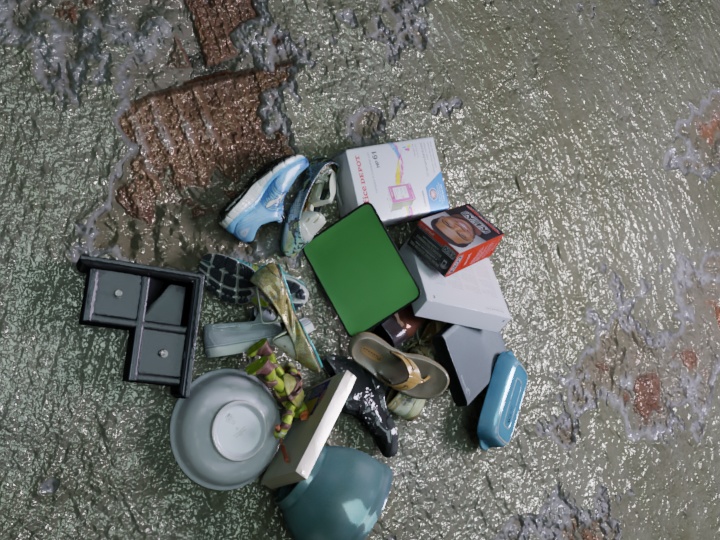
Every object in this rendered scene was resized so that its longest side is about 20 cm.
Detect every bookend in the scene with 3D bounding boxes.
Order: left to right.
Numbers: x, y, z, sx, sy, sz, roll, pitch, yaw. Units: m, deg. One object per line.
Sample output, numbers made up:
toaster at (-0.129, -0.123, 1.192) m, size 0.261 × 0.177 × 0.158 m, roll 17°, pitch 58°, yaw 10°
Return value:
bookend at (-0.366, 0.093, 1.285) m, size 0.197 × 0.092 × 0.202 m, roll 11°, pitch 78°, yaw -22°

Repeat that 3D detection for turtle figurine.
turtle figurine at (-0.129, 0.202, 1.330) m, size 0.162 × 0.064 × 0.201 m, roll 58°, pitch 23°, yaw -31°

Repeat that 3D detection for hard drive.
hard drive at (0.213, 0.152, 1.533) m, size 0.199 × 0.033 × 0.142 m, roll -31°, pitch 103°, yaw -51°

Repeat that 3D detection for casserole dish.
casserole dish at (0.282, 0.256, 1.564) m, size 0.121 × 0.038 × 0.203 m, roll 45°, pitch 61°, yaw -51°

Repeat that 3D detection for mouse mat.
mouse mat at (0.000, 0.000, 1.445) m, size 0.160 × 0.008 × 0.202 m, roll -32°, pitch 82°, yaw 14°

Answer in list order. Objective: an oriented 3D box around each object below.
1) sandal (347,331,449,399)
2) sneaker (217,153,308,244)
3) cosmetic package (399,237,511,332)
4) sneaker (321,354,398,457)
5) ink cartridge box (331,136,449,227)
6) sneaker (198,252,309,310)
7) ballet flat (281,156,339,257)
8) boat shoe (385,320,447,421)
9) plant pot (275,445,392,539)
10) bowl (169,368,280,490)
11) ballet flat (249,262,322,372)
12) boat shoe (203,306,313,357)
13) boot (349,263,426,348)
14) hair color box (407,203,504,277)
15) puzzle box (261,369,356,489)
sandal at (0.067, 0.177, 1.433) m, size 0.198 × 0.054 × 0.081 m, roll 28°, pitch 99°, yaw -10°
sneaker at (-0.162, -0.129, 1.435) m, size 0.200 × 0.078 × 0.090 m, roll -47°, pitch 112°, yaw -15°
cosmetic package at (0.176, 0.029, 1.513) m, size 0.197 × 0.052 × 0.152 m, roll 13°, pitch 42°, yaw -28°
sneaker at (-0.002, 0.248, 1.455) m, size 0.103 × 0.060 × 0.203 m, roll -8°, pitch 80°, yaw -28°
ink cartridge box at (0.055, -0.163, 1.526) m, size 0.197 × 0.084 × 0.147 m, roll -13°, pitch 88°, yaw -25°
sneaker at (-0.186, 0.020, 1.396) m, size 0.197 × 0.080 × 0.079 m, roll 19°, pitch 106°, yaw -5°
ballet flat at (-0.087, -0.117, 1.455) m, size 0.073 × 0.074 × 0.203 m, roll 21°, pitch 75°, yaw -21°
boat shoe at (0.109, 0.179, 1.507) m, size 0.062 × 0.073 × 0.203 m, roll 29°, pitch 70°, yaw -20°
plant pot at (-0.058, 0.374, 1.337) m, size 0.134 × 0.200 × 0.202 m, roll 38°, pitch 69°, yaw -9°
bowl at (-0.212, 0.265, 1.335) m, size 0.198 × 0.090 × 0.205 m, roll 4°, pitch 81°, yaw -25°
ballet flat at (-0.129, 0.088, 1.335) m, size 0.070 × 0.070 × 0.203 m, roll -27°, pitch 100°, yaw -26°
boat shoe at (-0.176, 0.098, 1.387) m, size 0.198 × 0.070 × 0.073 m, roll -11°, pitch 89°, yaw -25°
boot at (0.079, 0.022, 1.523) m, size 0.199 × 0.069 × 0.189 m, roll -36°, pitch 84°, yaw -31°
hair color box at (0.184, -0.061, 1.519) m, size 0.101 × 0.062 × 0.199 m, roll 42°, pitch 32°, yaw 18°
puzzle box at (-0.086, 0.267, 1.346) m, size 0.025 × 0.133 × 0.201 m, roll 38°, pitch 55°, yaw -13°
